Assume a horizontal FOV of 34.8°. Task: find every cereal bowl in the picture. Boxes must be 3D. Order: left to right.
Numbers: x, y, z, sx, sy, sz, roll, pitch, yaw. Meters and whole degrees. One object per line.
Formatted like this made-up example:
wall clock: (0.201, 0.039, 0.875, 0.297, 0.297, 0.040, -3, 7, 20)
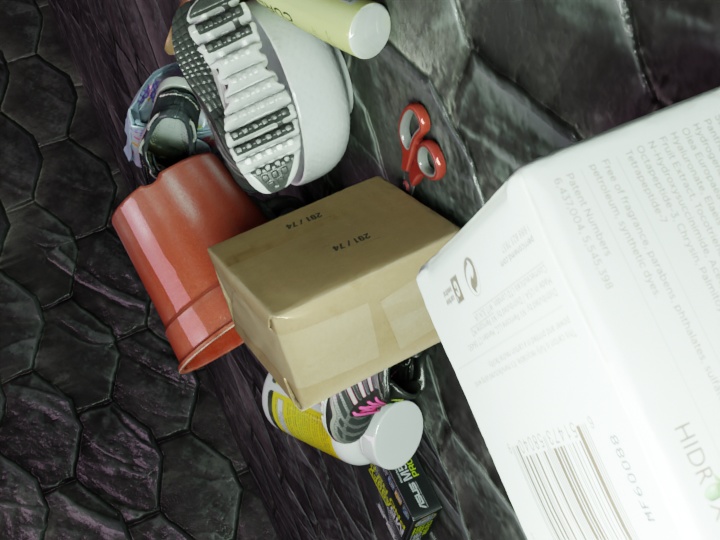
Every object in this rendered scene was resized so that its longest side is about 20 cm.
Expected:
cereal bowl: (-0.063, -0.195, 1.213, 0.200, 0.083, 0.202, 159, 90, -75)

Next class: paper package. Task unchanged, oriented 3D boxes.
paper package: (-0.016, 0.012, 1.082, 0.191, 0.199, 0.104, 40, 151, 56)

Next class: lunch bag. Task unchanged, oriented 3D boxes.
lunch bag: (-0.204, -0.194, 1.477, 0.128, 0.198, 0.170, 66, 164, 9)

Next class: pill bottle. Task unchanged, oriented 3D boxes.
pill bottle: (-0.021, 0.174, 1.425, 0.199, 0.112, 0.113, 18, 131, 44)

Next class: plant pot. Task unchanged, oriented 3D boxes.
plant pot: (-0.177, -0.017, 1.339, 0.196, 0.200, 0.201, 57, 163, 6)

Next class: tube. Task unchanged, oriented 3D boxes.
tube: (-0.055, -0.249, 1.078, 0.199, 0.052, 0.058, 32, 150, 39)

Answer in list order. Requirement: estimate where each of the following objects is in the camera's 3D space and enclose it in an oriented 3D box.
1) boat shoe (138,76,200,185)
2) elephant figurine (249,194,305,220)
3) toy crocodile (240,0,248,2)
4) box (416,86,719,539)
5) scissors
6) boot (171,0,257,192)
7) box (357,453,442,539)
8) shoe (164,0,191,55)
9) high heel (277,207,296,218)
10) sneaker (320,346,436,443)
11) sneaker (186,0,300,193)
boat shoe: (-0.229, -0.141, 1.357, 0.201, 0.075, 0.061, 106, 171, -54)
elephant figurine: (-0.133, -0.040, 1.509, 0.201, 0.154, 0.142, 74, 174, -46)
toy crocodile: (-0.163, -0.398, 1.328, 0.067, 0.061, 0.202, 172, 78, -74)
box: (0.159, 0.036, 0.593, 0.199, 0.170, 0.202, 128, 121, -72)
scissors: (0.047, -0.095, 1.108, 0.074, 0.014, 0.200, 63, 165, 11)
boot: (-0.157, -0.188, 1.274, 0.132, 0.069, 0.202, 127, 125, -79)
box: (0.036, 0.261, 1.537, 0.161, 0.044, 0.201, 101, 145, -61)
shoe: (-0.164, -0.327, 1.274, 0.070, 0.053, 0.201, -61, -6, -65)
high heel: (0.000, 0.000, 1.348, 0.199, 0.072, 0.143, 29, 166, 44)
sneaker: (0.022, 0.127, 1.267, 0.088, 0.073, 0.201, 48, 123, 36)
sneaker: (-0.111, -0.176, 1.141, 0.081, 0.074, 0.202, -140, 33, -84)
